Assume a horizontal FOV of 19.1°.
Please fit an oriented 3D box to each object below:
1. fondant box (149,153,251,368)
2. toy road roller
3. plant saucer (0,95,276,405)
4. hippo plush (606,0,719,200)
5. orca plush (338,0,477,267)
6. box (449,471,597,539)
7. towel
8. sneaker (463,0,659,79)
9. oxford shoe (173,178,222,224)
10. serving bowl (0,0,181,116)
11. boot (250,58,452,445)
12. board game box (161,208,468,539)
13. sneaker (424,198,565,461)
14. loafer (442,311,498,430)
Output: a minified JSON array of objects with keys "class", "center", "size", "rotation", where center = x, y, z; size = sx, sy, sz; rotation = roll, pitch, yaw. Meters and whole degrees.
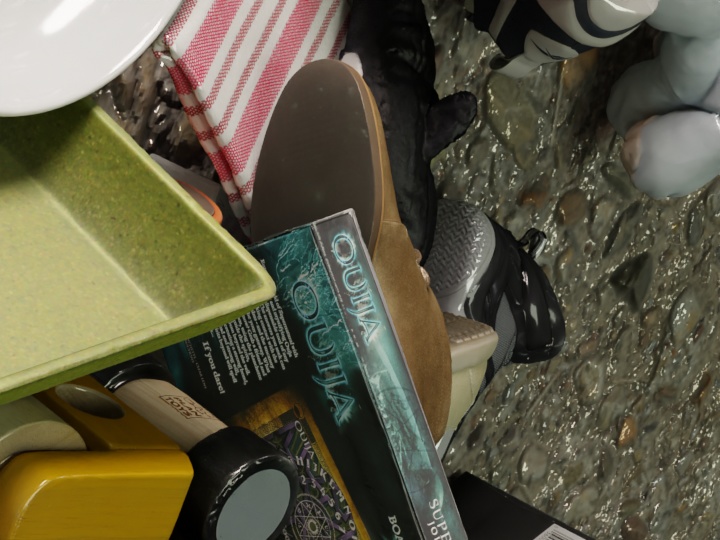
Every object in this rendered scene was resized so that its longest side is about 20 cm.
[{"class":"fondant box","center":[-0.096,0.062,1.086],"size":[0.144,0.058,0.200],"rotation":[-49,140,-21]},{"class":"toy road roller","center":[-0.136,0.115,0.926],"size":[0.200,0.123,0.146],"rotation":[10,108,-51]},{"class":"plant saucer","center":[-0.170,-0.012,0.866],"size":[0.200,0.200,0.048],"rotation":[-19,142,-42]},{"class":"hippo plush","center":[0.188,-0.138,1.244],"size":[0.159,0.200,0.161],"rotation":[-38,122,14]},{"class":"orca plush","center":[0.034,-0.085,1.093],"size":[0.105,0.071,0.200],"rotation":[44,51,-56]},{"class":"box","center":[0.069,0.259,1.327],"size":[0.148,0.124,0.200],"rotation":[-32,132,-35]},{"class":"towel","center":[-0.041,-0.087,1.054],"size":[0.200,0.030,0.147],"rotation":[66,34,-40]},{"class":"sneaker","center":[0.102,-0.192,1.175],"size":[0.079,0.130,0.200],"rotation":[17,58,-32]},{"class":"oxford shoe","center":[-0.157,-0.001,0.968],"size":[0.200,0.071,0.073],"rotation":[-10,127,-28]},{"class":"serving bowl","center":[-0.152,-0.168,0.888],"size":[0.200,0.066,0.200],"rotation":[-22,122,-42]},{"class":"boot","center":[0.000,0.000,1.009],"size":[0.075,0.074,0.200],"rotation":[-10,97,-49]},{"class":"board game box","center":[-0.021,0.084,0.962],"size":[0.028,0.135,0.200],"rotation":[-20,91,-43]},{"class":"sneaker","center":[0.059,0.062,1.249],"size":[0.114,0.075,0.200],"rotation":[10,99,-48]},{"class":"loafer","center":[0.002,0.071,1.100],"size":[0.200,0.076,0.068],"rotation":[-13,112,-48]}]
